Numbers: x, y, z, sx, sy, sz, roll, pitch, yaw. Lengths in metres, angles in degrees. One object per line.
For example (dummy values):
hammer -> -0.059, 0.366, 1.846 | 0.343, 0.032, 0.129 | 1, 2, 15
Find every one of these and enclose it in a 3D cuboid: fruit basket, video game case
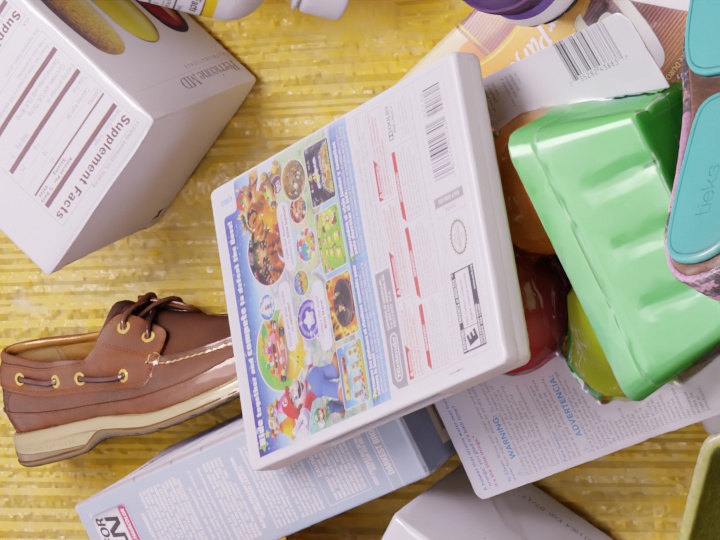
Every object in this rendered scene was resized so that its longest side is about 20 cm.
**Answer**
fruit basket -> 0.091, -0.004, 1.317 | 0.200, 0.094, 0.186 | -24, 94, 45
video game case -> 0.000, 0.000, 1.321 | 0.200, 0.018, 0.144 | -26, 68, 49

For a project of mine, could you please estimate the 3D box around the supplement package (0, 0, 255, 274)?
supplement package -> -0.174, -0.114, 1.453 | 0.200, 0.114, 0.110 | 43, 119, 10

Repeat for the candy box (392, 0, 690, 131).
candy box -> 0.103, -0.089, 1.353 | 0.200, 0.055, 0.116 | -42, 84, 28

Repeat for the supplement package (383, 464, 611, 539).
supplement package -> 0.042, 0.214, 1.426 | 0.113, 0.109, 0.201 | 33, 116, 15

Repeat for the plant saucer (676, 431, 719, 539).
plant saucer -> 0.239, 0.181, 1.344 | 0.199, 0.048, 0.201 | 16, 114, 10

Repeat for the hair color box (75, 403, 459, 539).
hair color box -> -0.036, 0.097, 1.449 | 0.199, 0.099, 0.061 | -25, 92, 30

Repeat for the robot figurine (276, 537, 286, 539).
robot figurine -> -0.079, 0.188, 1.438 | 0.144, 0.200, 0.059 | -17, 73, -7

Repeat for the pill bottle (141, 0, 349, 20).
pill bottle -> -0.095, -0.185, 1.364 | 0.199, 0.113, 0.113 | 13, 112, -7

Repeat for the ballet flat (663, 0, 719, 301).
ballet flat -> 0.176, -0.074, 1.239 | 0.069, 0.071, 0.201 | -11, 59, 41

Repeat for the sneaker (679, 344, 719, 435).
sneaker -> 0.246, 0.037, 1.317 | 0.199, 0.075, 0.089 | -25, 106, 34

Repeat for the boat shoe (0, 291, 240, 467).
boat shoe -> -0.112, 0.047, 1.489 | 0.199, 0.072, 0.068 | -18, 97, 32

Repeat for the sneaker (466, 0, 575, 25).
sneaker -> 0.057, -0.217, 1.284 | 0.075, 0.087, 0.201 | -17, 70, 41
